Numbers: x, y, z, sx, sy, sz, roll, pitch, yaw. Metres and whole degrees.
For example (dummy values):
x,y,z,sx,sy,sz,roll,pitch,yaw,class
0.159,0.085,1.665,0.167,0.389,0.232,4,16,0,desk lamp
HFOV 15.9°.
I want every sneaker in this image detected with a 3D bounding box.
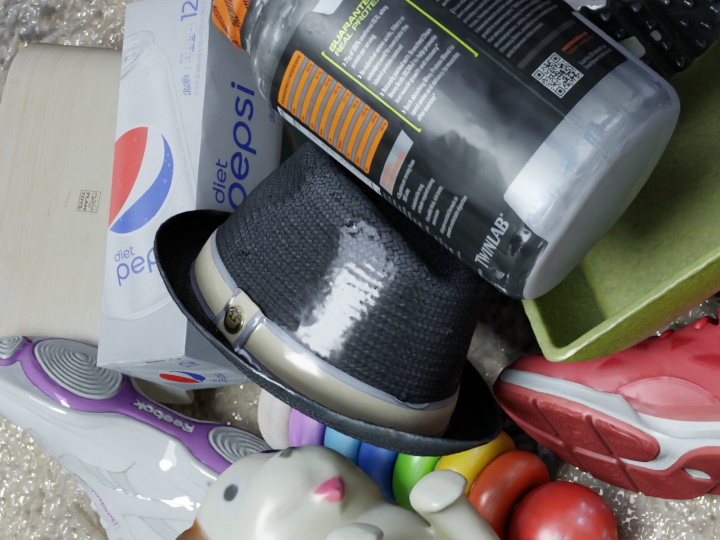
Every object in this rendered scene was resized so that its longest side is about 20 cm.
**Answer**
x,y,z,sx,sy,sz,roll,pitch,yaw,class
-0.131,0.106,1.365,0.199,0.075,0.100,29,118,12,sneaker
0.087,-0.115,1.274,0.199,0.066,0.091,-25,41,25,sneaker
0.167,0.047,1.244,0.199,0.078,0.116,14,64,37,sneaker

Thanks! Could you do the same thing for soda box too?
x,y,z,sx,sy,sz,roll,pitch,yaw,class
-0.087,-0.042,1.343,0.063,0.068,0.201,-7,73,37,soda box

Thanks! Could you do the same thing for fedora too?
x,y,z,sx,sy,sz,roll,pitch,yaw,class
0.000,0.000,1.231,0.201,0.200,0.092,44,114,35,fedora

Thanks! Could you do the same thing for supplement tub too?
x,y,z,sx,sy,sz,roll,pitch,yaw,class
0.036,-0.090,1.178,0.200,0.122,0.123,40,97,12,supplement tub

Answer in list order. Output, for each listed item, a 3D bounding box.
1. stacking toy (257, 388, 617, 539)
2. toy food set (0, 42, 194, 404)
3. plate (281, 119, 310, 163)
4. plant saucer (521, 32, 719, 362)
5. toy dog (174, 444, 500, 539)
x,y,z,sx,sy,sz,roll,pitch,yaw,class
0.045,0.099,1.293,0.200,0.085,0.086,32,92,29,stacking toy
-0.138,-0.030,1.438,0.143,0.060,0.201,6,79,23,toy food set
-0.084,-0.035,1.447,0.199,0.026,0.201,-11,68,29,plate
0.158,-0.057,1.248,0.200,0.048,0.200,-34,38,12,plant saucer
0.005,0.167,1.239,0.139,0.194,0.200,-35,75,-29,toy dog
